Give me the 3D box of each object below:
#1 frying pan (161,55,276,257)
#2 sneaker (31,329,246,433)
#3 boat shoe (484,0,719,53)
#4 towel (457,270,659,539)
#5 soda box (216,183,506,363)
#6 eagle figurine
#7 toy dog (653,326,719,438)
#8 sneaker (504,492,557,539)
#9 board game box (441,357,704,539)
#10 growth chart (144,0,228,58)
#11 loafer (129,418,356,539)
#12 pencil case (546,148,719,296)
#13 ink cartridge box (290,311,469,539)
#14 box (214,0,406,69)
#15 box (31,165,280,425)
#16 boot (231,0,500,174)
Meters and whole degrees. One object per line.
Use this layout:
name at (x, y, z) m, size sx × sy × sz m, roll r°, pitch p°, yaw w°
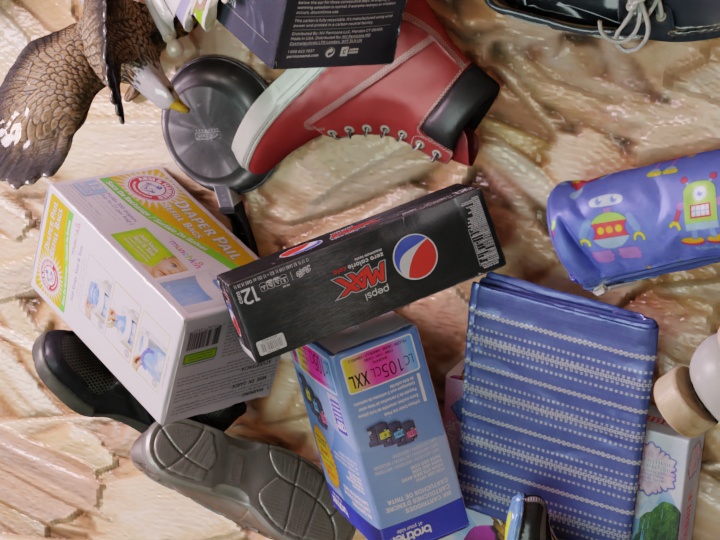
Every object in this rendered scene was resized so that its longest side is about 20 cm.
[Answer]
frying pan at (-0.121, -0.080, 1.452) m, size 0.115 × 0.031 × 0.190 m, roll 22°, pitch 117°, yaw 21°
sneaker at (-0.169, 0.082, 1.474) m, size 0.114 × 0.076 × 0.199 m, roll -34°, pitch 135°, yaw 28°
boat shoe at (0.179, -0.188, 1.207) m, size 0.200 × 0.062 × 0.075 m, roll 12°, pitch 114°, yaw 25°
towel at (0.143, 0.106, 1.334) m, size 0.145 × 0.024 × 0.200 m, roll 15°, pitch 118°, yaw 23°
soda box at (0.000, 0.000, 1.318) m, size 0.200 × 0.071 × 0.063 m, roll -21°, pitch 99°, yaw -9°
eagle figurine at (-0.193, -0.160, 1.351) m, size 0.151 × 0.200 × 0.152 m, roll 14°, pitch 117°, yaw 25°
toy dog at (0.297, 0.101, 1.263) m, size 0.132 × 0.096 × 0.200 m, roll -18°, pitch 116°, yaw 32°
sneaker at (0.165, 0.241, 1.344) m, size 0.083 × 0.071 × 0.200 m, roll -20°, pitch 113°, yaw 24°
board game box at (0.157, 0.184, 1.393) m, size 0.200 × 0.041 × 0.200 m, roll 13°, pitch 116°, yaw 25°
growth chart at (-0.113, -0.237, 1.225) m, size 0.200 × 0.018 × 0.145 m, roll -48°, pitch 58°, yaw 49°
loafer at (-0.098, 0.178, 1.499) m, size 0.200 × 0.072 × 0.063 m, roll 28°, pitch 154°, yaw -19°
pencil case at (0.224, -0.036, 1.235) m, size 0.200 × 0.078 × 0.087 m, roll -12°, pitch 75°, yaw 34°
ink cartridge box at (0.014, 0.131, 1.393) m, size 0.136 × 0.076 × 0.200 m, roll -151°, pitch 42°, yaw -69°
box at (-0.050, -0.263, 1.234) m, size 0.200 × 0.104 × 0.182 m, roll 44°, pitch 130°, yaw 43°
box at (-0.159, 0.014, 1.425) m, size 0.200 × 0.112 × 0.101 m, roll 41°, pitch 129°, yaw 35°
boot at (0.005, -0.105, 1.339) m, size 0.144 × 0.072 × 0.200 m, roll 49°, pitch 120°, yaw 1°
